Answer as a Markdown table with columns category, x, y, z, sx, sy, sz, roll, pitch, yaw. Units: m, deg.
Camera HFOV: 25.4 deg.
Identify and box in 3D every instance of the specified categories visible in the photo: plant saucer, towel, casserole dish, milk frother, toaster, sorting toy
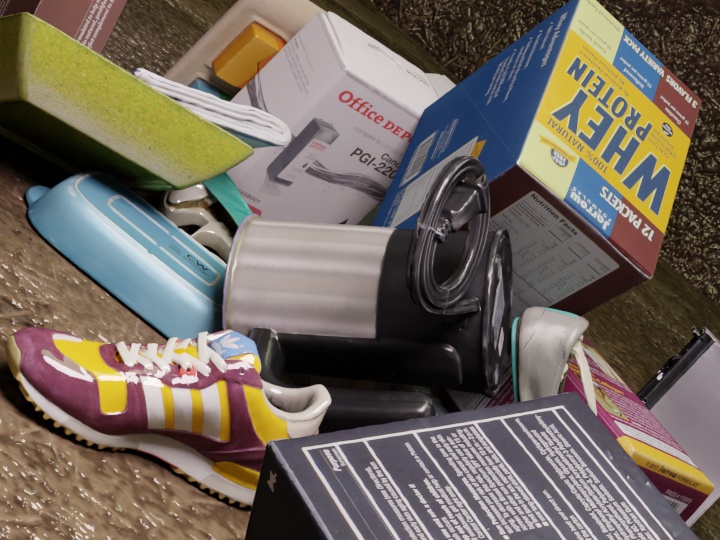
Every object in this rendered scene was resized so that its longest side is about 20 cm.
| category | x | y | z | sx | sy | sz | roll | pitch | yaw |
| --- | --- | --- | --- | --- | --- | --- | --- | --- | --- |
| plant saucer | -0.209 | -0.111 | 1.169 | 0.199 | 0.048 | 0.199 | 30 | -14 | -32 |
| towel | -0.160 | -0.123 | 1.264 | 0.146 | 0.024 | 0.199 | 17 | -8 | -33 |
| casserole dish | -0.151 | -0.008 | 1.152 | 0.200 | 0.039 | 0.121 | 40 | 15 | -2 |
| milk frother | 0.000 | 0.000 | 1.072 | 0.187 | 0.201 | 0.181 | 3 | 28 | 12 |
| toaster | 0.299 | 0.156 | 1.504 | 0.119 | 0.200 | 0.181 | 44 | 7 | 10 |
| sorting toy | -0.085 | -0.146 | 1.411 | 0.185 | 0.200 | 0.037 | 27 | 29 | -40 |

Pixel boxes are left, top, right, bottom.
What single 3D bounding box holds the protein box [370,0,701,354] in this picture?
| category | x | y | z | sx | sy | sz | roll | pitch | yaw |
| --- | --- | --- | --- | --- | --- | --- | --- | --- | --- |
| protein box | 0.128 | -0.065 | 1.224 | 0.135 | 0.200 | 0.199 | 39 | 49 | -17 |

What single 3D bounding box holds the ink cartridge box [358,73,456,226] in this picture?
| category | x | y | z | sx | sy | sz | roll | pitch | yaw |
| --- | --- | --- | --- | --- | --- | --- | --- | --- | --- |
| ink cartridge box | 0.055 | -0.068 | 1.516 | 0.147 | 0.200 | 0.145 | 40 | 14 | 9 |

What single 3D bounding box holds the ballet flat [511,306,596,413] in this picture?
| category | x | y | z | sx | sy | sz | roll | pitch | yaw |
| --- | --- | --- | --- | --- | --- | --- | --- | --- | --- |
| ballet flat | 0.139 | 0.125 | 1.167 | 0.063 | 0.202 | 0.067 | 5 | 19 | 13 |

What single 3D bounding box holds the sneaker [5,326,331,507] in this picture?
| category | x | y | z | sx | sy | sz | roll | pitch | yaw |
| --- | --- | --- | --- | --- | --- | --- | --- | --- | --- |
| sneaker | -0.109 | 0.063 | 0.930 | 0.199 | 0.090 | 0.075 | 29 | 17 | -36 |

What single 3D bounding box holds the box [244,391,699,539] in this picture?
| category | x | y | z | sx | sy | sz | roll | pitch | yaw |
| --- | --- | --- | --- | --- | --- | --- | --- | --- | --- |
| box | 0.066 | 0.179 | 0.815 | 0.197 | 0.124 | 0.200 | -5 | 38 | -29 |

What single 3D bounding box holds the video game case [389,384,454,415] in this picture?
| category | x | y | z | sx | sy | sz | roll | pitch | yaw |
| --- | --- | --- | --- | --- | --- | --- | --- | --- | --- |
| video game case | 0.129 | 0.165 | 1.353 | 0.199 | 0.023 | 0.182 | 22 | 22 | -48 |

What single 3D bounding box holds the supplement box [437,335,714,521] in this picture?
| category | x | y | z | sx | sy | sz | roll | pitch | yaw |
| --- | --- | --- | --- | --- | --- | --- | --- | --- | --- |
| supplement box | 0.169 | 0.132 | 1.299 | 0.131 | 0.103 | 0.200 | 25 | 20 | -43 |

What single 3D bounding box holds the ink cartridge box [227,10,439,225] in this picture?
| category | x | y | z | sx | sy | sz | roll | pitch | yaw |
| --- | --- | --- | --- | --- | --- | --- | --- | --- | --- |
| ink cartridge box | -0.041 | -0.107 | 1.380 | 0.145 | 0.200 | 0.085 | 25 | 30 | -42 |

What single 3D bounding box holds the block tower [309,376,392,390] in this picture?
| category | x | y | z | sx | sy | sz | roll | pitch | yaw |
| --- | --- | --- | --- | --- | --- | --- | --- | --- | --- |
| block tower | 0.008 | 0.058 | 1.277 | 0.057 | 0.054 | 0.200 | 9 | 9 | 10 |

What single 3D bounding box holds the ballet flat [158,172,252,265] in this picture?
| category | x | y | z | sx | sy | sz | roll | pitch | yaw |
| --- | --- | --- | --- | --- | --- | --- | --- | --- | --- |
| ballet flat | -0.119 | -0.035 | 1.265 | 0.070 | 0.068 | 0.200 | -1 | 38 | -47 |

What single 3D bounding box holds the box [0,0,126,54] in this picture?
| category | x | y | z | sx | sy | sz | roll | pitch | yaw |
| --- | --- | --- | --- | --- | --- | --- | --- | --- | --- |
| box | -0.276 | -0.238 | 1.347 | 0.075 | 0.101 | 0.200 | 22 | 13 | -37 |
